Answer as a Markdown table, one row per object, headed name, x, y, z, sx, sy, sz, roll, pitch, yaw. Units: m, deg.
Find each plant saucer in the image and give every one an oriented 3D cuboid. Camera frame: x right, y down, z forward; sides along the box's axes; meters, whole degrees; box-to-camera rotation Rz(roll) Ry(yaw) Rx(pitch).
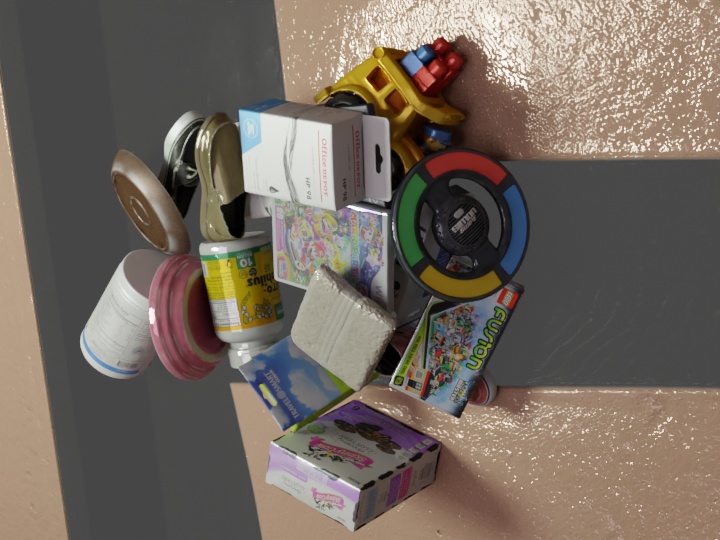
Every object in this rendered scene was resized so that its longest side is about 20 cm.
| name | x | y | z | sx | sy | sz | roll | pitch | yaw |
| --- | --- | --- | --- | --- | --- | --- | --- | --- | --- |
| plant saucer | -0.257 | 0.072 | 1.882 | 0.051 | 0.200 | 0.201 | -6 | 99 | 25 |
| plant saucer | -0.347 | -0.103 | 1.946 | 0.200 | 0.032 | 0.200 | 42 | 154 | 26 |

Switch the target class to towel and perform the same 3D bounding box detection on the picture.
| name | x | y | z | sx | sy | sz | roll | pitch | yaw |
| --- | --- | --- | --- | --- | --- | --- | --- | --- | --- |
| towel | -0.023 | 0.080 | 1.623 | 0.132 | 0.034 | 0.200 | 36 | 147 | 7 |

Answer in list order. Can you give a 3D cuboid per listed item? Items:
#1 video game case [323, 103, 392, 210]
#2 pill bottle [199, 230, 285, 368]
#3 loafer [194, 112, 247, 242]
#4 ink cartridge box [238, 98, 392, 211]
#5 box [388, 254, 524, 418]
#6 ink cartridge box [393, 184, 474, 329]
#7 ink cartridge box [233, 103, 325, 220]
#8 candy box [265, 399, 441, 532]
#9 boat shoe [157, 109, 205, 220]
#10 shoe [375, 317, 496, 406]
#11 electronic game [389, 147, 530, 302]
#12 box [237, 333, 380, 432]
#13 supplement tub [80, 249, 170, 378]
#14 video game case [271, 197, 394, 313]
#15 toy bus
| name | x | y | z | sx | sy | sz | roll | pitch | yaw |
| --- | --- | --- | --- | --- | --- | --- | --- | --- | --- |
| video game case | -0.051 | -0.145 | 1.588 | 0.200 | 0.019 | 0.143 | 1 | 109 | 39 |
| pill bottle | -0.179 | 0.046 | 1.862 | 0.113 | 0.113 | 0.200 | -3 | 100 | 39 |
| loafer | -0.193 | -0.132 | 1.745 | 0.067 | 0.076 | 0.200 | 19 | 123 | 32 |
| ink cartridge box | -0.059 | -0.148 | 1.535 | 0.200 | 0.067 | 0.116 | 14 | 116 | 36 |
| box | 0.129 | 0.088 | 1.618 | 0.110 | 0.035 | 0.200 | 25 | 104 | 1 |
| ink cartridge box | 0.086 | -0.017 | 1.642 | 0.039 | 0.099 | 0.200 | 32 | 119 | 25 |
| ink cartridge box | -0.108 | -0.159 | 1.768 | 0.200 | 0.083 | 0.147 | -5 | 98 | 39 |
| candy box | -0.009 | 0.278 | 1.734 | 0.168 | 0.200 | 0.072 | 23 | 116 | 31 |
| boat shoe | -0.277 | -0.165 | 1.916 | 0.064 | 0.071 | 0.200 | 43 | 133 | 22 |
| shoe | 0.090 | 0.138 | 1.687 | 0.200 | 0.091 | 0.072 | 33 | 121 | 27 |
| electronic game | 0.130 | -0.058 | 1.542 | 0.042 | 0.200 | 0.200 | -4 | 101 | 68 |
| box | -0.067 | 0.144 | 1.746 | 0.122 | 0.200 | 0.048 | 52 | 155 | 15 |
| supplement tub | -0.380 | 0.076 | 2.020 | 0.132 | 0.132 | 0.200 | 48 | 126 | 18 |
| video game case | -0.039 | -0.032 | 1.600 | 0.200 | 0.018 | 0.144 | 16 | 117 | 35 |
| toy bus | 0.069 | -0.209 | 1.599 | 0.192 | 0.136 | 0.200 | -40 | 79 | 22 |
